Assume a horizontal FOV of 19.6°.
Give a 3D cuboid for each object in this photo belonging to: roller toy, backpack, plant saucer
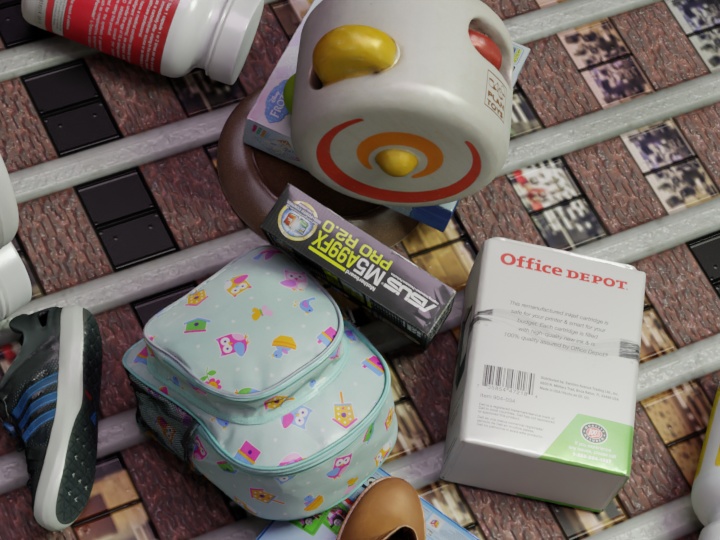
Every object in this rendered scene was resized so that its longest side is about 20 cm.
[{"bbox_3d":[0.036,-0.141,1.727,0.182,0.200,0.140,11,61,-10],"label":"roller toy"},{"bbox_3d":[-0.071,0.092,1.659,0.176,0.153,0.200,-35,63,-25],"label":"backpack"},{"bbox_3d":[-0.029,-0.102,1.870,0.200,0.032,0.200,4,60,-8],"label":"plant saucer"}]

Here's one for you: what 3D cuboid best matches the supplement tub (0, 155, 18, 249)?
[{"bbox_3d":[-0.375,-0.048,1.568,0.200,0.145,0.145,-26,68,-21],"label":"supplement tub"}]

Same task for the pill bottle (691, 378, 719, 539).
[{"bbox_3d":[0.340,0.164,1.739,0.112,0.112,0.200,20,59,1],"label":"pill bottle"}]

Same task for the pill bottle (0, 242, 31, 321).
[{"bbox_3d":[-0.369,0.040,1.665,0.200,0.120,0.120,-35,72,-26],"label":"pill bottle"}]

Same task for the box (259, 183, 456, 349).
[{"bbox_3d":[0.000,0.000,1.712,0.160,0.200,0.044,34,87,3],"label":"box"}]

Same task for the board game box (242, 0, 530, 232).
[{"bbox_3d":[0.025,-0.158,1.869,0.199,0.043,0.200,25,59,3],"label":"board game box"}]

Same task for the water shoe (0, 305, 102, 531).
[{"bbox_3d":[-0.257,0.122,1.681,0.079,0.072,0.200,-5,55,11],"label":"water shoe"}]

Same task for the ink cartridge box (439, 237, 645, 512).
[{"bbox_3d":[0.156,0.087,1.763,0.145,0.084,0.200,12,59,-4],"label":"ink cartridge box"}]

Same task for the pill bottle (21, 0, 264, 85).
[{"bbox_3d":[-0.194,-0.241,1.870,0.200,0.112,0.112,21,58,2],"label":"pill bottle"}]

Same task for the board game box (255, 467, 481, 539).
[{"bbox_3d":[-0.016,0.252,1.660,0.151,0.037,0.200,35,59,10],"label":"board game box"}]

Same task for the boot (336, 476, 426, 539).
[{"bbox_3d":[0.012,0.218,1.572,0.077,0.155,0.200,25,58,5],"label":"boot"}]
